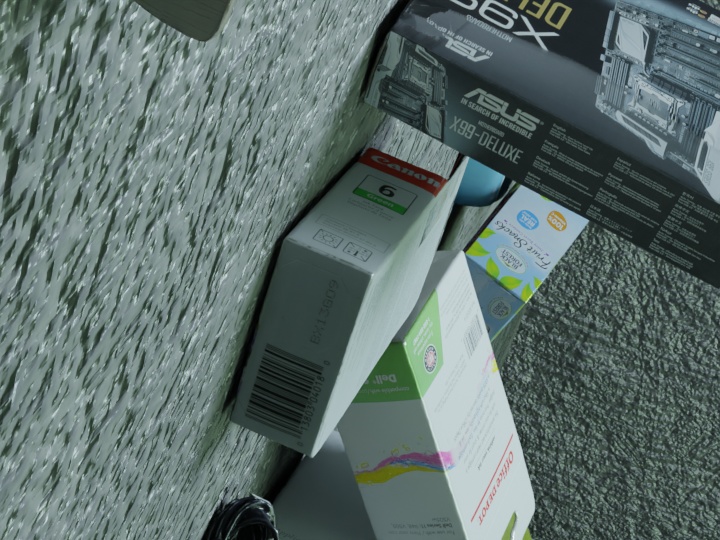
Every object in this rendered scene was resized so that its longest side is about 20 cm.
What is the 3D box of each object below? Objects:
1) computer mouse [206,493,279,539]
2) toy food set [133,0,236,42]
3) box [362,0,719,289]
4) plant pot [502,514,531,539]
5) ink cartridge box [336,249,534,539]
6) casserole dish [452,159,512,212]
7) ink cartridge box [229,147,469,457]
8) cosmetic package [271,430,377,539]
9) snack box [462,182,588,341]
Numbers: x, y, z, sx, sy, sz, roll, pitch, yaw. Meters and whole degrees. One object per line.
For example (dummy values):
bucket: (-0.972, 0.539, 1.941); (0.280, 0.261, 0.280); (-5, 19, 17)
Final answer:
computer mouse: (-0.014, 0.223, 0.924); (0.139, 0.200, 0.053); (-66, -173, -13)
toy food set: (0.007, -0.149, 0.454); (0.200, 0.060, 0.144); (-47, 159, -65)
box: (0.121, -0.096, 0.839); (0.158, 0.200, 0.050); (-56, 173, -47)
plant pot: (0.064, 0.224, 1.548); (0.200, 0.187, 0.187); (78, 34, -51)
ink cartridge box: (0.044, 0.102, 1.039); (0.117, 0.067, 0.200); (-54, 132, -53)
casserole dish: (0.122, -0.131, 1.312); (0.121, 0.039, 0.200); (-35, 147, -75)
ink cartridge box: (0.000, 0.000, 0.866); (0.200, 0.050, 0.109); (-53, 164, -61)
cosmetic package: (-0.032, 0.249, 1.096); (0.200, 0.123, 0.199); (-50, 162, -58)
snack box: (0.127, -0.019, 1.348); (0.200, 0.068, 0.169); (-48, 176, -32)
